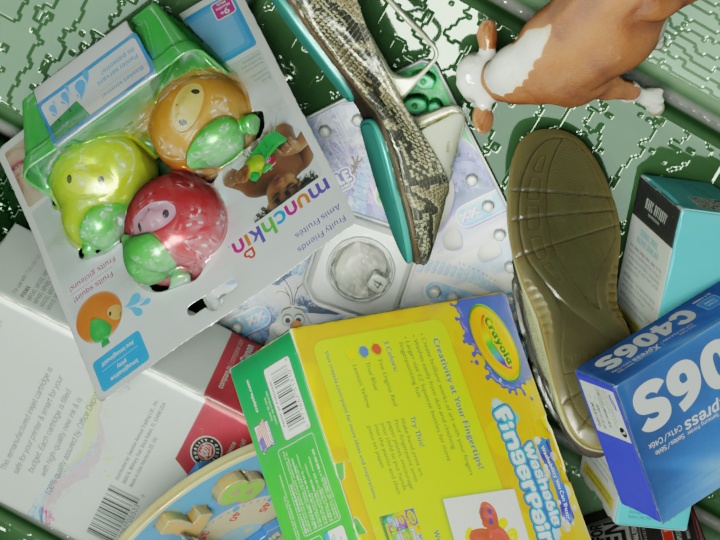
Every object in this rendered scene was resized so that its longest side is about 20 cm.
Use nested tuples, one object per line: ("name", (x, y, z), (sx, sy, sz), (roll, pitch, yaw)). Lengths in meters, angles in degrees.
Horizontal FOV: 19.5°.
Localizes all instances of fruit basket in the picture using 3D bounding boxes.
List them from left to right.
("fruit basket", (-0.116, -0.052, 1.219), (0.185, 0.200, 0.094), (-34, 141, 12))

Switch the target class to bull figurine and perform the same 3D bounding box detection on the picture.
("bull figurine", (0.143, -0.138, 1.212), (0.121, 0.200, 0.065), (0, 67, -31))

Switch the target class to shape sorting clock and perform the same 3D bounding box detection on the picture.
("shape sorting clock", (-0.078, 0.173, 1.263), (0.200, 0.200, 0.039), (-50, 61, 14))

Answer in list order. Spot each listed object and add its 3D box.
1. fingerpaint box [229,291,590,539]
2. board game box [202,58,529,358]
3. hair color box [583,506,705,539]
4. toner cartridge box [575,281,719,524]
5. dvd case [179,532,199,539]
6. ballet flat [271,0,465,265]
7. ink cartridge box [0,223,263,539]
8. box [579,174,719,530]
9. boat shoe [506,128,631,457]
("fingerpaint box", (0.036, 0.126, 1.205), (0.073, 0.167, 0.200), (-33, 72, 49))
("board game box", (0.000, 0.000, 1.307), (0.200, 0.026, 0.200), (-26, 102, 10))
("hair color box", (0.123, 0.209, 1.316), (0.200, 0.102, 0.061), (-20, 107, 8))
("toner cartridge box", (0.227, 0.054, 1.214), (0.200, 0.043, 0.095), (-30, 114, -19))
("dvd case", (-0.019, 0.235, 1.218), (0.016, 0.149, 0.200), (-44, 141, 6))
("ballet flat", (0.018, -0.104, 1.237), (0.075, 0.068, 0.200), (-28, 98, -6))
("ink cartridge box", (-0.161, 0.084, 1.293), (0.200, 0.083, 0.146), (27, 122, -4))
("box", (0.184, 0.049, 1.277), (0.049, 0.082, 0.201), (6, 106, -13))
("boat shoe", (0.122, 0.016, 1.262), (0.072, 0.066, 0.201), (-6, 72, -16))
